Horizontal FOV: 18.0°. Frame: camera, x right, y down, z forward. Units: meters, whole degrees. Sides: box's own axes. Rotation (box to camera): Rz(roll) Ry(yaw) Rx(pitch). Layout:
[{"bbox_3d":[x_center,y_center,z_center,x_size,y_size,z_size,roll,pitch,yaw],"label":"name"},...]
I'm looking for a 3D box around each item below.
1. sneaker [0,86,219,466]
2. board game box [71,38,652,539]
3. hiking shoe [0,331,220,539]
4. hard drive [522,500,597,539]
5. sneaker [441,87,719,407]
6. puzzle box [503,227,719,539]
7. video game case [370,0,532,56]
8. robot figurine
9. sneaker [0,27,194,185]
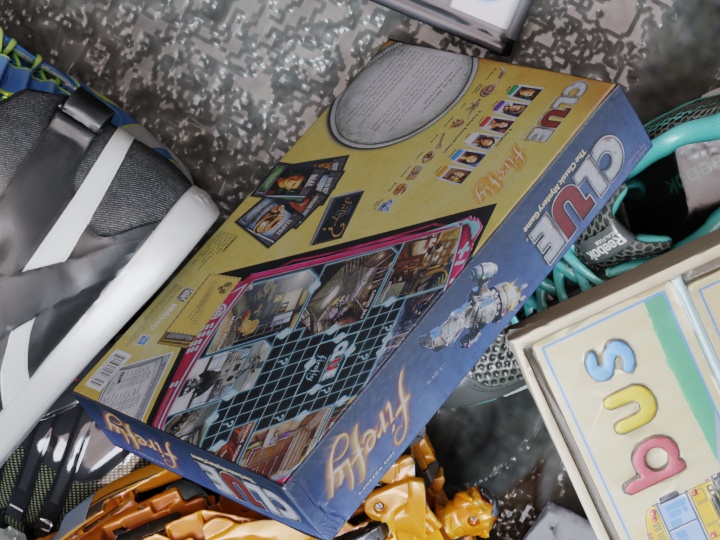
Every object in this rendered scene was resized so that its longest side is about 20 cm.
[{"bbox_3d":[-0.159,0.015,0.886,0.112,0.073,0.200,42,82,-2],"label":"sneaker"},{"bbox_3d":[0.000,0.000,0.860,0.135,0.035,0.200,18,60,48],"label":"board game box"},{"bbox_3d":[-0.134,0.087,0.951,0.199,0.076,0.101,-15,85,11],"label":"hiking shoe"},{"bbox_3d":[0.125,0.198,0.918,0.200,0.042,0.135,35,97,9],"label":"hard drive"},{"bbox_3d":[0.090,-0.013,0.895,0.200,0.091,0.078,-36,84,10],"label":"sneaker"},{"bbox_3d":[0.152,0.084,0.857,0.132,0.025,0.201,-25,100,4],"label":"puzzle box"},{"bbox_3d":[0.005,-0.210,0.941,0.199,0.025,0.182,24,96,10],"label":"video game case"},{"bbox_3d":[-0.038,0.122,0.901,0.199,0.058,0.146,-21,111,9],"label":"robot figurine"},{"bbox_3d":[-0.163,-0.071,0.932,0.199,0.105,0.076,24,74,10],"label":"sneaker"}]
